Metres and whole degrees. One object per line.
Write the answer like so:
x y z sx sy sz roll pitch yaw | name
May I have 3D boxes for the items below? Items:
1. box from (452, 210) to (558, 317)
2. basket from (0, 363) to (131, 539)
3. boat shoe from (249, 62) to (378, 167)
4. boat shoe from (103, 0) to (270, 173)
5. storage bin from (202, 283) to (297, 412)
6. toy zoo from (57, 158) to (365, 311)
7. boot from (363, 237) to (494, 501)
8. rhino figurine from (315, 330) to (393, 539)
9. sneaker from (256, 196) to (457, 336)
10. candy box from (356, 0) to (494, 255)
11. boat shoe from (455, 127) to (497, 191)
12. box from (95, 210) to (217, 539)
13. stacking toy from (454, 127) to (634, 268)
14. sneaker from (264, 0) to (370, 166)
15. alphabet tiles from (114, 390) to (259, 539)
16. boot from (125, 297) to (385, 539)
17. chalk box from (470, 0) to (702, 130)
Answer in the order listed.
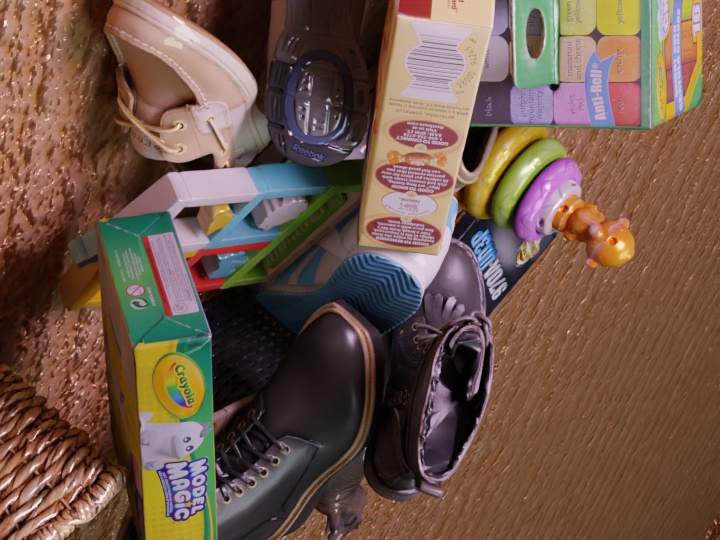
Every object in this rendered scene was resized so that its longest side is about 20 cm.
0.098 -0.021 1.522 0.159 0.046 0.200 -49 159 -9 | box
-0.243 0.163 0.988 0.200 0.149 0.143 -41 155 -29 | basket
-0.013 -0.066 1.199 0.200 0.070 0.071 -41 156 -27 | boat shoe
-0.100 -0.091 0.983 0.069 0.074 0.200 -56 159 -7 | boat shoe
-0.068 0.083 1.289 0.200 0.094 0.136 -30 149 -45 | storage bin
-0.095 -0.022 1.063 0.200 0.021 0.131 -8 157 -45 | toy zoo
0.056 0.055 1.109 0.174 0.069 0.201 121 -19 -72 | boot
0.002 0.114 1.248 0.087 0.060 0.201 -3 116 -63 | rhino figurine
0.000 0.000 1.158 0.200 0.076 0.081 -25 -150 58 | sneaker
0.037 -0.114 1.001 0.200 0.055 0.116 101 -3 -54 | candy box
0.079 -0.135 1.195 0.073 0.063 0.201 44 54 -29 | boat shoe
-0.113 0.082 0.986 0.048 0.118 0.201 -7 129 -15 | box
0.122 -0.066 1.293 0.116 0.200 0.110 -49 158 -9 | stacking toy
-0.026 -0.164 1.008 0.087 0.074 0.201 -129 -132 -75 | sneaker
-0.097 0.147 1.197 0.200 0.008 0.168 -22 143 -51 | alphabet tiles
-0.069 0.118 1.107 0.138 0.077 0.201 -19 140 -47 | boot
0.138 -0.155 1.107 0.200 0.123 0.125 -29 120 -66 | chalk box
